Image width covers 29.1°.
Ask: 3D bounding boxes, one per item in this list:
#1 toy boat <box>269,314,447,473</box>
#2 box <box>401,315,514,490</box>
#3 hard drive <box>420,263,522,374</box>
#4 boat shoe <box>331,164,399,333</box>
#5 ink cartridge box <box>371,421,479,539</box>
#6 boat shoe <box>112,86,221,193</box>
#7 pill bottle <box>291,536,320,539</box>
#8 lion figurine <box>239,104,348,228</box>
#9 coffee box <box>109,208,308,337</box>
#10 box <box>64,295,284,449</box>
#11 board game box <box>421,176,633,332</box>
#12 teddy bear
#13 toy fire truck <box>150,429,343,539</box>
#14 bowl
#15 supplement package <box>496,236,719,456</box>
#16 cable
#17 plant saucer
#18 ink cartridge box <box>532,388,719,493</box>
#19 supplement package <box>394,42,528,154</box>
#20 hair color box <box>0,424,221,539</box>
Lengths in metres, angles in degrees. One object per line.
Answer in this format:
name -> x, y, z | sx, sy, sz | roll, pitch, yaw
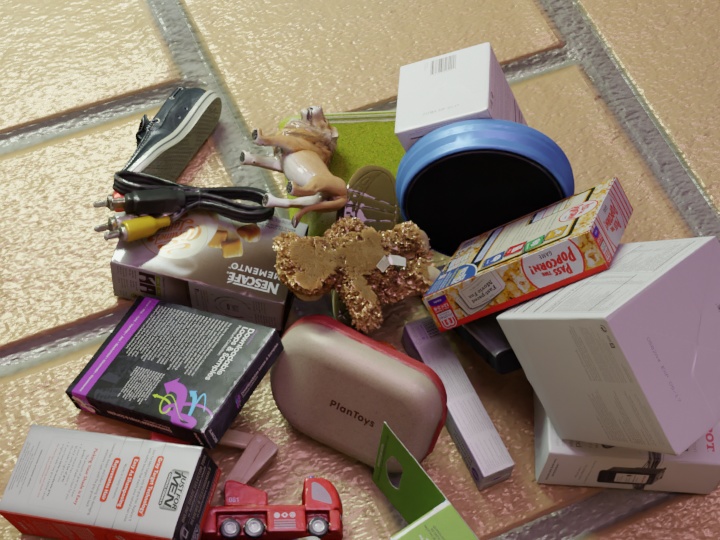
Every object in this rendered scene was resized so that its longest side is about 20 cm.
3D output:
toy boat -> 0.005, 0.118, 1.497 | 0.199, 0.131, 0.131 | 26, 29, 9
box -> 0.104, 0.142, 1.524 | 0.041, 0.039, 0.201 | -20, 63, -16
hard drive -> 0.164, 0.037, 1.544 | 0.139, 0.033, 0.200 | -19, 31, -17
boat shoe -> -0.001, -0.021, 1.579 | 0.073, 0.066, 0.201 | 13, 71, -6
ink cartridge box -> 0.050, 0.273, 1.375 | 0.075, 0.148, 0.200 | -31, 65, -21
boat shoe -> -0.239, -0.149, 1.647 | 0.062, 0.075, 0.200 | 24, 54, 14
pill bottle -> -0.125, 0.331, 1.341 | 0.198, 0.111, 0.112 | -10, 60, -12
lion figurine -> -0.058, -0.109, 1.561 | 0.122, 0.073, 0.201 | 6, 41, -31
coffee box -> -0.168, -0.011, 1.563 | 0.198, 0.080, 0.115 | 14, 58, 3
box -> -0.196, 0.105, 1.466 | 0.199, 0.036, 0.143 | 11, 52, 35
board game box -> 0.177, -0.017, 1.459 | 0.047, 0.199, 0.152 | 60, 31, -12
teddy bear -> 0.000, 0.000, 1.494 | 0.199, 0.067, 0.146 | -21, 70, -33
toy fire truck -> -0.119, 0.220, 1.446 | 0.198, 0.049, 0.142 | 0, 58, -7
bowl -> 0.137, -0.082, 1.536 | 0.199, 0.201, 0.040 | 7, 50, -2
supplement package -> 0.269, 0.071, 1.366 | 0.150, 0.200, 0.152 | -33, 102, -22
cable -> -0.198, -0.072, 1.541 | 0.198, 0.051, 0.097 | -2, 38, -22
plant saucer -> 0.009, -0.120, 1.669 | 0.198, 0.048, 0.201 | -3, 59, -8
ink cartridge box -> 0.292, 0.157, 1.510 | 0.198, 0.084, 0.146 | 4, 58, -3
supplement package -> 0.129, -0.140, 1.585 | 0.113, 0.200, 0.110 | -12, 47, 21
hair color box -> -0.250, 0.220, 1.387 | 0.198, 0.061, 0.102 | 5, 58, 21
